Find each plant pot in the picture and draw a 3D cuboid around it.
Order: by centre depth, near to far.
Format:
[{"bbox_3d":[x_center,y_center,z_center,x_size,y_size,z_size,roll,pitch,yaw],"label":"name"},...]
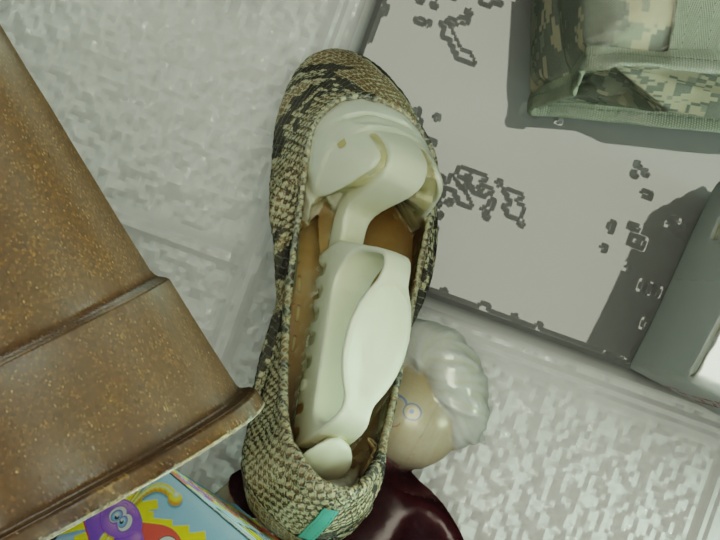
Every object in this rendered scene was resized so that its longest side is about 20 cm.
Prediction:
[{"bbox_3d":[-0.160,-0.003,0.839,0.200,0.200,0.198,-25,93,-4],"label":"plant pot"}]

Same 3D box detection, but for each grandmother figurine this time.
[{"bbox_3d":[-0.010,0.111,1.035,0.121,0.061,0.200,27,86,6],"label":"grandmother figurine"}]

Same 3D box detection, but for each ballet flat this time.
[{"bbox_3d":[0.000,0.000,1.004,0.068,0.075,0.200,15,66,-17],"label":"ballet flat"}]

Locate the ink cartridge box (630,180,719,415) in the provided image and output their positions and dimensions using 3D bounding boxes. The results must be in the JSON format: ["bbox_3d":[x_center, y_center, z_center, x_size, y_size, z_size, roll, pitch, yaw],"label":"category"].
[{"bbox_3d":[0.211,0.045,1.010,0.200,0.145,0.088,29,88,-3],"label":"ink cartridge box"}]

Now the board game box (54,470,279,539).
[{"bbox_3d":[-0.087,0.177,0.953,0.103,0.105,0.200,37,87,25],"label":"board game box"}]

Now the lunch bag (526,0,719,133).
[{"bbox_3d":[0.170,-0.132,1.029,0.200,0.118,0.164,5,82,-10],"label":"lunch bag"}]

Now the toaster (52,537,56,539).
[{"bbox_3d":[-0.212,0.100,0.996,0.181,0.119,0.200,40,86,-3],"label":"toaster"}]
